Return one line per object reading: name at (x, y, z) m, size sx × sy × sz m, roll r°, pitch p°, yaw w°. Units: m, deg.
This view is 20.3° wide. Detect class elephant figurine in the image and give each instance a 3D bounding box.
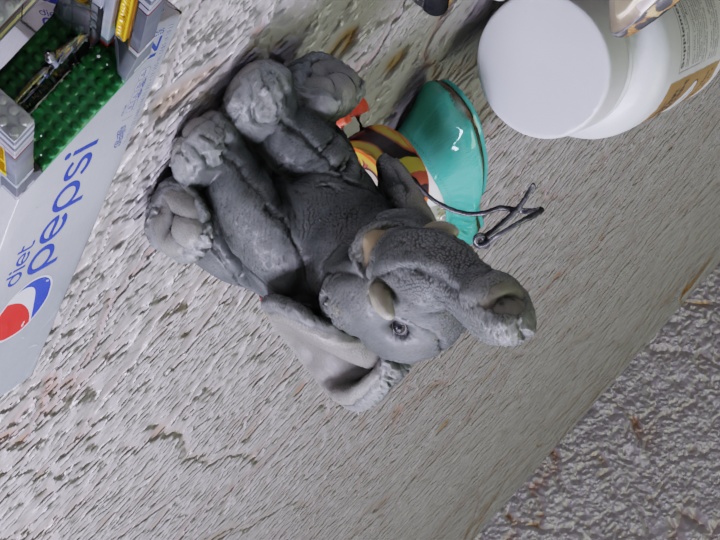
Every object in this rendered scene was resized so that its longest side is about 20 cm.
elephant figurine at (0.000, 0.000, 0.991) m, size 0.142 × 0.200 × 0.155 m, roll -56°, pitch 165°, yaw 24°

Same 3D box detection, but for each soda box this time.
soda box at (-0.140, -0.030, 0.760) m, size 0.068 × 0.063 × 0.201 m, roll -36°, pitch 160°, yaw -48°

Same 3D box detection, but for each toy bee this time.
toy bee at (0.004, -0.042, 1.153) m, size 0.199 × 0.109 × 0.131 m, roll -29°, pitch -177°, yaw 22°

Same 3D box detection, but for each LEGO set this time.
LEGO set at (-0.085, -0.119, 0.524) m, size 0.200 × 0.154 × 0.116 m, roll -40°, pitch -179°, yaw -11°

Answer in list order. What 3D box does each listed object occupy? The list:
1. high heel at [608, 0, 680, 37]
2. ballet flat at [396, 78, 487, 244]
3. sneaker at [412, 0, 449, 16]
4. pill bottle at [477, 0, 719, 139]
high heel at (0.215, -0.202, 1.086) m, size 0.142 × 0.071 × 0.201 m, roll 12°, pitch 111°, yaw -52°
ballet flat at (0.043, -0.052, 1.285) m, size 0.070 × 0.068 × 0.200 m, roll -33°, pitch 161°, yaw -8°
sneaker at (0.094, -0.186, 0.982) m, size 0.199 × 0.083 × 0.071 m, roll -32°, pitch 162°, yaw -13°
pill bottle at (0.155, -0.146, 1.288) m, size 0.200 × 0.114 × 0.115 m, roll -27°, pitch 153°, yaw -58°
